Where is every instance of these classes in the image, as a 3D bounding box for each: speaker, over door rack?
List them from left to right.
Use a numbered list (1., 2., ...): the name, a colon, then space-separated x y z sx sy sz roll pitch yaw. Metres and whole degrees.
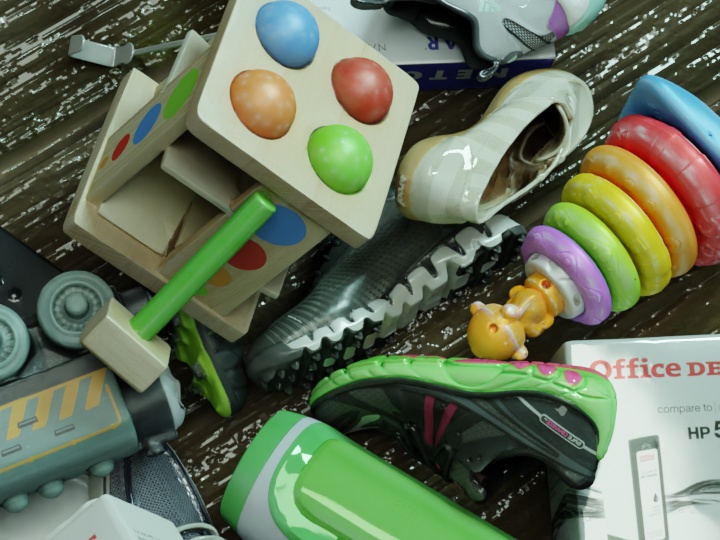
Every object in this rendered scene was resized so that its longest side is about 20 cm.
1. over door rack: -0.080 -0.199 1.505 0.066 0.199 0.149 19 76 -46
2. speaker: 0.021 0.162 1.431 0.199 0.089 0.089 30 73 13

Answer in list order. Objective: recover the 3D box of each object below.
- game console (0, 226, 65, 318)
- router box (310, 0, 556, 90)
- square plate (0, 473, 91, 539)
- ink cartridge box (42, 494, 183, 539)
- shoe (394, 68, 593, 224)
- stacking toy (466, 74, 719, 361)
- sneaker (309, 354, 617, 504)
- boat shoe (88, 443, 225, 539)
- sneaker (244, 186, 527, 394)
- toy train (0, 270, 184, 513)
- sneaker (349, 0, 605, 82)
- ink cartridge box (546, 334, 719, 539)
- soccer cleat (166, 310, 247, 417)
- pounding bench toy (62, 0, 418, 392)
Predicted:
1. game console: -0.269 0.052 1.460 0.176 0.031 0.200 33 68 12
2. router box: 0.017 -0.205 1.570 0.198 0.049 0.181 -3 73 -6
3. square plate: -0.209 0.201 1.438 0.199 0.028 0.199 -11 75 -9
4. ink cartridge box: -0.125 0.245 1.322 0.145 0.084 0.200 -40 61 10
5. shoe: 0.094 -0.070 1.486 0.053 0.070 0.200 12 27 32
6. stacking toy: 0.140 -0.010 1.486 0.200 0.110 0.116 -40 77 -18
7. sneaker: 0.052 0.092 1.433 0.199 0.077 0.084 2 88 35
8. boat shoe: -0.088 0.173 1.413 0.074 0.093 0.201 -12 77 -41
9. sneaker: 0.000 0.000 1.497 0.199 0.067 0.091 -31 72 -23
10. toy train: -0.198 0.079 1.405 0.199 0.085 0.115 -20 78 -13
11. sneaker: 0.044 -0.207 1.506 0.139 0.078 0.201 -33 78 -14
12. ink cartridge box: 0.190 0.142 1.462 0.145 0.084 0.202 -3 74 -6
13. soccer cleat: -0.091 -0.011 1.495 0.081 0.068 0.201 -14 73 -14
14. pounding bench toy: -0.070 -0.041 1.373 0.124 0.156 0.201 34 47 -20
